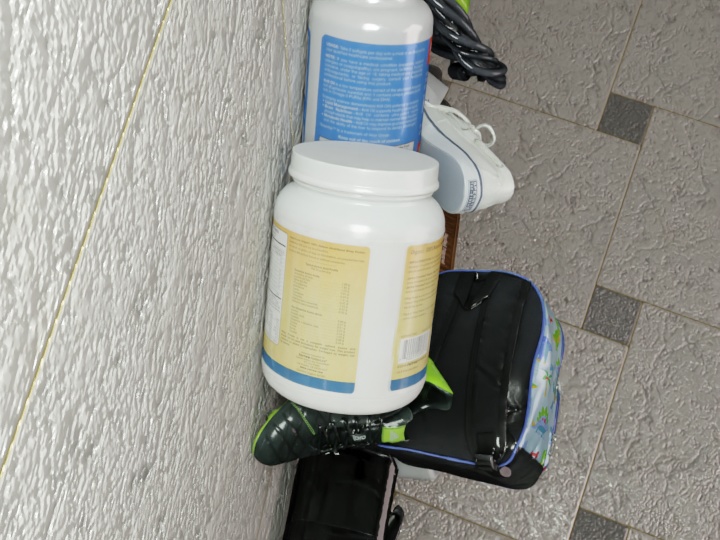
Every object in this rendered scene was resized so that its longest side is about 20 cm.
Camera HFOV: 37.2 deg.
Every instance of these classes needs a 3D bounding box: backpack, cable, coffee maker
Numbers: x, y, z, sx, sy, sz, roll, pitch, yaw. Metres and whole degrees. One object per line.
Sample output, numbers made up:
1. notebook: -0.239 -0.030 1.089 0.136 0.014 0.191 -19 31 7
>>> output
1. backpack: 0.118 0.109 1.091 0.147 0.181 0.202 40 61 -54
2. cable: 0.064 -0.247 1.028 0.200 0.051 0.163 46 6 -33
3. coffee maker: -0.035 0.293 1.164 0.193 0.133 0.202 72 24 -57

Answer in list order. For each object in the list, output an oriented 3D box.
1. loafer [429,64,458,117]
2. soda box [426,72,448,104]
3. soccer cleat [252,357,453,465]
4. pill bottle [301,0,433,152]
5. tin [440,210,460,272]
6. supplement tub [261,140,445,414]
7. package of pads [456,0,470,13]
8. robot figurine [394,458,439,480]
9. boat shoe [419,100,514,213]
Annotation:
1. loafer: 0.074 -0.237 1.362 0.200 0.072 0.073 49 -9 45
2. soda box: 0.024 -0.142 1.145 0.068 0.063 0.201 -43 -167 46
3. soccer cleat: -0.003 0.130 0.966 0.199 0.081 0.068 -23 138 -30
4. pill bottle: 0.007 -0.186 0.950 0.113 0.111 0.202 -74 171 -61
5. tin: 0.067 0.000 1.245 0.112 0.042 0.201 130 -24 -51
6. supplement tub: -0.006 0.003 0.895 0.145 0.143 0.202 -67 164 -74
7. package of pads: 0.056 -0.377 1.098 0.200 0.068 0.156 40 54 -52
8. robot figurine: 0.034 0.189 1.280 0.171 0.198 0.114 79 20 -45
9. boat shoe: 0.088 -0.120 1.031 0.202 0.085 0.075 -131 -137 -52
